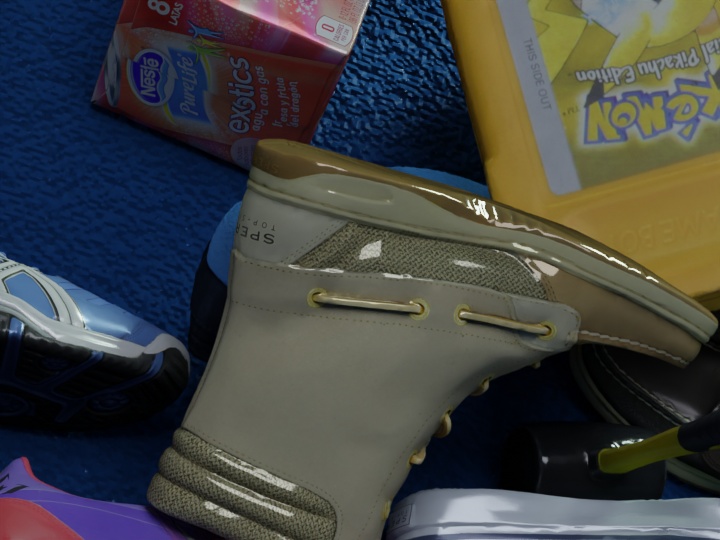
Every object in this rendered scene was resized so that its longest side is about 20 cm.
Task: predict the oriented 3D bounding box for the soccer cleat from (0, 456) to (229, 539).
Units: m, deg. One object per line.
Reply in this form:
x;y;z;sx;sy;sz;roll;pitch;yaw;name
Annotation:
-0.053;0.126;0.883;0.200;0.068;0.073;17;46;-6;soccer cleat

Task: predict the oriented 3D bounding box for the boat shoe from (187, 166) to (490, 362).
0.000;0.000;0.995;0.200;0.069;0.084;0;40;-43;boat shoe

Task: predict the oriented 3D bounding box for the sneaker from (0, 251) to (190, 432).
-0.161;0.007;0.921;0.200;0.076;0.077;17;54;-11;sneaker

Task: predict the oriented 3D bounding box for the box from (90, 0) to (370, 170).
-0.039;-0.152;1.082;0.103;0.095;0.200;23;49;-3;box

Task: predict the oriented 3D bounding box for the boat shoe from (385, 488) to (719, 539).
0.107;0.129;0.953;0.200;0.072;0.062;4;68;-9;boat shoe

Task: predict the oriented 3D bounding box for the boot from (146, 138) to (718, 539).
0.029;0.048;0.901;0.200;0.156;0.073;17;5;-25;boot

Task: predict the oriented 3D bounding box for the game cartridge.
0.133;-0.079;0.994;0.176;0.032;0.200;-16;65;4;game cartridge

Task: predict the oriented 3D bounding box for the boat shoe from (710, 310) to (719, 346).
0.162;-0.008;1.073;0.200;0.063;0.073;28;50;2;boat shoe

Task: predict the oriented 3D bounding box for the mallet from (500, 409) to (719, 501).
0.135;0.067;0.925;0.066;0.200;0.041;6;74;-32;mallet

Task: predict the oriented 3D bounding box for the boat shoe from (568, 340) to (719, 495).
0.187;0.069;1.022;0.200;0.065;0.073;31;50;4;boat shoe
